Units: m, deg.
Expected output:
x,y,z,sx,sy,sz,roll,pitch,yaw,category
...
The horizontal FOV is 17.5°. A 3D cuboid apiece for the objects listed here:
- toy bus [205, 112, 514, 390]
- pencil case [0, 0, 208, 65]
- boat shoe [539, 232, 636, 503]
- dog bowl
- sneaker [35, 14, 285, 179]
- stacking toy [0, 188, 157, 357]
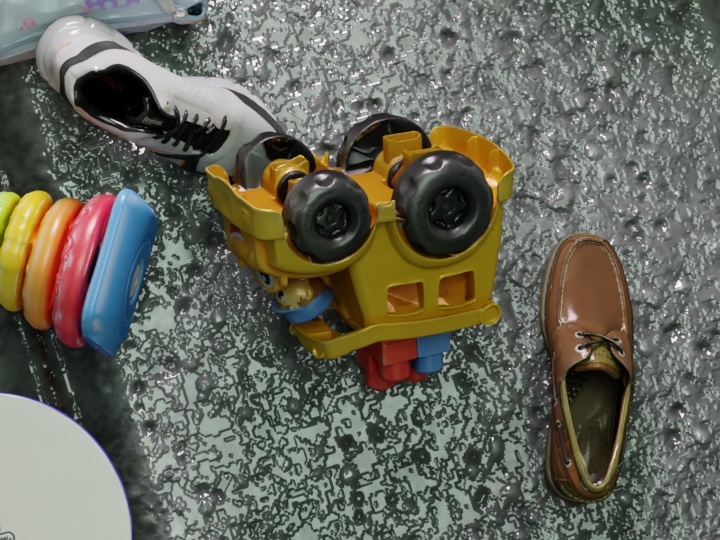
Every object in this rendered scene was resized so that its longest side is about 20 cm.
x,y,z,sx,sy,sz,roll,pitch,yaw,category
0.000,0.000,1.637,0.199,0.136,0.193,-9,113,-21,toy bus
-0.207,-0.195,1.657,0.199,0.083,0.091,-13,67,-11,pencil case
0.172,0.068,1.694,0.071,0.068,0.202,0,81,-9,boat shoe
-0.255,0.184,1.594,0.199,0.079,0.202,2,81,-10,dog bowl
-0.134,-0.105,1.632,0.199,0.080,0.074,22,108,-29,sneaker
-0.250,-0.017,1.623,0.199,0.116,0.110,15,81,4,stacking toy
